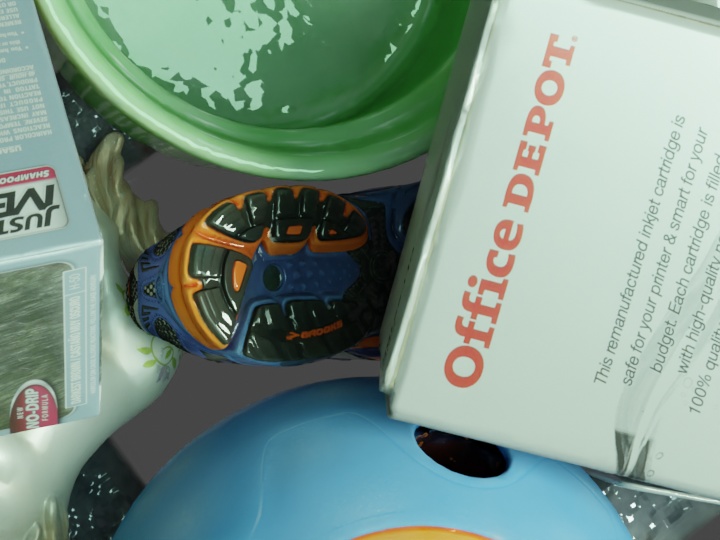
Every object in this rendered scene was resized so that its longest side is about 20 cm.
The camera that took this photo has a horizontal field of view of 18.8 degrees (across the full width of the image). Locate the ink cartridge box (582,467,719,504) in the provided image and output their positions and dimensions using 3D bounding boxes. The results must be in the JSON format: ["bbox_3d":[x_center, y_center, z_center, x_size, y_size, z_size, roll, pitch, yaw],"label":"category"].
[{"bbox_3d":[0.175,0.053,0.828,0.199,0.116,0.068,5,91,-16],"label":"ink cartridge box"}]

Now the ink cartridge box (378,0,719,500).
[{"bbox_3d":[0.116,-0.008,0.700,0.199,0.084,0.145,14,102,-6],"label":"ink cartridge box"}]

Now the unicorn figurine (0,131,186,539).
[{"bbox_3d":[-0.124,0.052,0.767,0.200,0.074,0.138,-41,111,-15],"label":"unicorn figurine"}]

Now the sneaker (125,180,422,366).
[{"bbox_3d":[0.000,0.000,0.792,0.199,0.078,0.076,5,84,-40],"label":"sneaker"}]

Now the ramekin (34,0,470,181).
[{"bbox_3d":[-0.031,-0.128,0.769,0.199,0.098,0.202,1,87,-15],"label":"ramekin"}]

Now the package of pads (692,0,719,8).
[{"bbox_3d":[0.142,-0.165,0.797,0.154,0.068,0.202,-1,93,-57],"label":"package of pads"}]

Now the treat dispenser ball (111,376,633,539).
[{"bbox_3d":[0.004,0.138,0.741,0.199,0.201,0.202,-1,92,-15],"label":"treat dispenser ball"}]

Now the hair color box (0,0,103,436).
[{"bbox_3d":[-0.134,-0.056,0.700,0.060,0.099,0.201,-11,58,-14],"label":"hair color box"}]
